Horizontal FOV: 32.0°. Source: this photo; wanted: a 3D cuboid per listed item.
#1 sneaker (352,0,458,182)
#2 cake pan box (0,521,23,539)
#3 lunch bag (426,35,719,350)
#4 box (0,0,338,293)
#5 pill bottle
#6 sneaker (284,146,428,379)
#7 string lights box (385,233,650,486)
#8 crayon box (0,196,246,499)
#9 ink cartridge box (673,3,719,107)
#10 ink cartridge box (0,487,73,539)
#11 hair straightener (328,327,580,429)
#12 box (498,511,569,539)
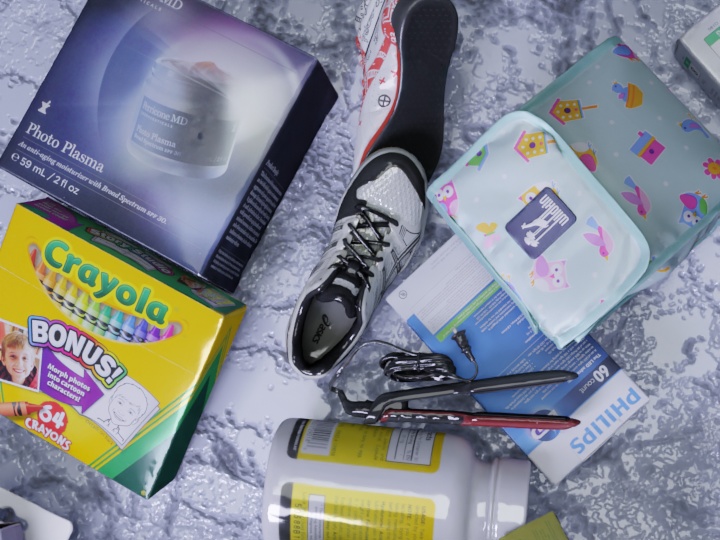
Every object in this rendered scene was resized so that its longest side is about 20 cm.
[{"bbox_3d":[0.028,-0.150,1.050,0.067,0.108,0.202,3,119,-18],"label":"sneaker"},{"bbox_3d":[-0.342,0.304,0.977,0.199,0.052,0.185,-14,85,5],"label":"cake pan box"},{"bbox_3d":[0.172,-0.054,0.966,0.200,0.122,0.170,-35,78,-19],"label":"lunch bag"},{"bbox_3d":[-0.156,-0.118,1.041,0.200,0.123,0.199,27,86,10],"label":"box"},{"bbox_3d":[0.030,0.179,0.980,0.199,0.111,0.112,5,83,9],"label":"pill bottle"},{"bbox_3d":[0.000,0.000,0.998,0.075,0.088,0.200,23,101,-2],"label":"sneaker"},{"bbox_3d":[0.125,0.064,1.008,0.103,0.059,0.200,-42,79,1],"label":"string lights box"},{"bbox_3d":[-0.217,0.062,1.030,0.200,0.058,0.173,27,107,11],"label":"crayon box"},{"bbox_3d":[0.379,-0.158,1.010,0.161,0.050,0.200,-38,77,2],"label":"ink cartridge box"},{"bbox_3d":[-0.313,0.276,1.036,0.116,0.068,0.200,23,87,9],"label":"ink cartridge box"},{"bbox_3d":[0.070,0.083,0.972,0.199,0.041,0.077,-1,87,18],"label":"hair straightener"},{"bbox_3d":[0.169,0.280,0.922,0.050,0.075,0.200,-27,109,3],"label":"box"}]
